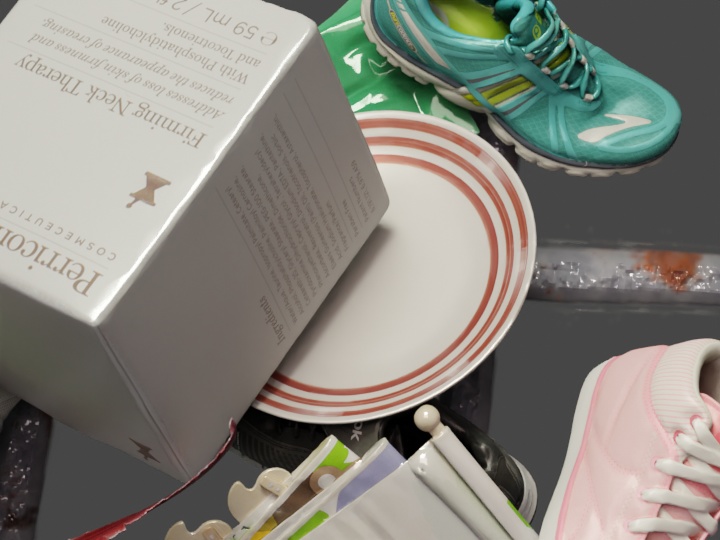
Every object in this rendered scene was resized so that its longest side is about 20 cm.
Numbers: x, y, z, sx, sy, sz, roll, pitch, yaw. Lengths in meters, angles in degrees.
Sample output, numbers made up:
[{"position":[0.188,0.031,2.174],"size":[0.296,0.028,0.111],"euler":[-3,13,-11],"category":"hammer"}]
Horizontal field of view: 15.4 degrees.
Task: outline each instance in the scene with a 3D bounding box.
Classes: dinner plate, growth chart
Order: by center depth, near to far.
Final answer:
[{"position":[-0.009,0.157,1.393],"size":[0.199,0.018,0.145],"euler":[-32,104,11],"category":"growth chart"},{"position":[0.000,0.000,1.446],"size":[0.199,0.024,0.201],"euler":[-9,54,12],"category":"dinner plate"}]

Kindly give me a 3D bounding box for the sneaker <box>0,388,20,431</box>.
[{"position":[-0.247,0.111,1.481],"size":[0.081,0.089,0.200],"euler":[13,48,43],"category":"sneaker"}]

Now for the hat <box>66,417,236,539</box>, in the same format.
[{"position":[-0.162,0.169,1.407],"size":[0.199,0.166,0.176],"euler":[16,58,35],"category":"hat"}]

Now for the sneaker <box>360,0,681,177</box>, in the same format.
[{"position":[0.093,-0.116,1.490],"size":[0.199,0.080,0.078],"euler":[26,65,-10],"category":"sneaker"}]

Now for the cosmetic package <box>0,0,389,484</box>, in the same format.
[{"position":[-0.117,-0.033,1.388],"size":[0.167,0.167,0.201],"euler":[23,67,28],"category":"cosmetic package"}]

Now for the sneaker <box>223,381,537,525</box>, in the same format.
[{"position":[0.000,0.086,1.439],"size":[0.199,0.091,0.067],"euler":[20,72,16],"category":"sneaker"}]

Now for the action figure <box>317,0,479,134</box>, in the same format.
[{"position":[-0.046,-0.082,1.533],"size":[0.199,0.055,0.119],"euler":[-26,69,-6],"category":"action figure"}]

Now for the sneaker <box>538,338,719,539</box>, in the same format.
[{"position":[0.155,0.122,1.375],"size":[0.104,0.075,0.201],"euler":[-23,44,45],"category":"sneaker"}]
